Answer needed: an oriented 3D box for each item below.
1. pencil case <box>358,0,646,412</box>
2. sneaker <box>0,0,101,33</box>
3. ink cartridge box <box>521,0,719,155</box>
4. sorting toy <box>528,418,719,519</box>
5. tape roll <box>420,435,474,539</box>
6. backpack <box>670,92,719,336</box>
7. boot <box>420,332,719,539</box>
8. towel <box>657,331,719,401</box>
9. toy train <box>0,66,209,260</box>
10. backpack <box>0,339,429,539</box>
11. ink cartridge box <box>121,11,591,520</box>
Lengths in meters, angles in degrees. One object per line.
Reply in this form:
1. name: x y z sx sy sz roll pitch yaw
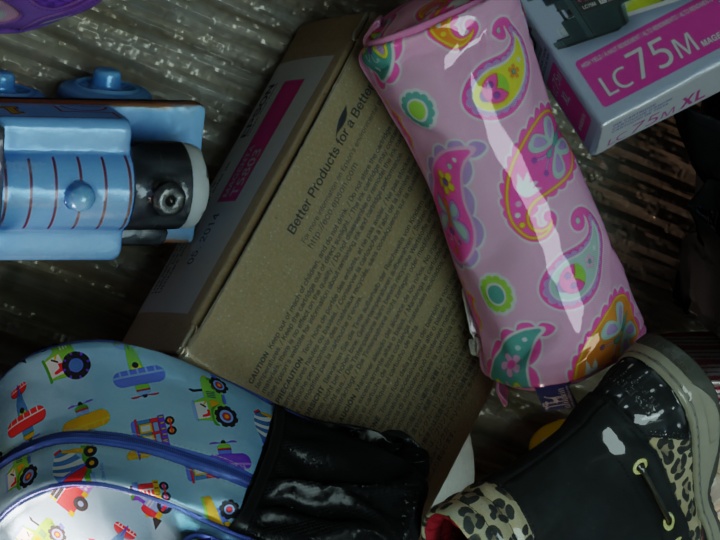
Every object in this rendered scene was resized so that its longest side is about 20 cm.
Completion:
1. pencil case: 0.067 -0.037 1.255 0.087 0.087 0.201 -26 105 -15
2. sneaker: -0.197 -0.143 1.192 0.199 0.088 0.081 3 104 -27
3. ink cartridge box: 0.113 -0.166 1.285 0.119 0.200 0.042 -27 159 -13
4. sorting toy: 0.111 0.197 1.436 0.200 0.107 0.180 -40 142 -30
5. tape roll: -0.036 0.116 1.381 0.202 0.037 0.204 -8 109 -23
6. backpack: 0.228 -0.041 1.352 0.153 0.191 0.201 0 109 11
7. boot: 0.100 0.142 1.252 0.154 0.073 0.204 -33 138 -28
8. towel: 0.221 0.057 1.359 0.146 0.200 0.030 1 96 0
9. toy train: -0.161 -0.046 1.225 0.199 0.114 0.087 1 107 -25
10. backpack: -0.091 0.128 1.212 0.199 0.135 0.183 26 137 -16
11. ink cartridge box: 0.000 0.000 1.305 0.165 0.075 0.200 37 72 -26
